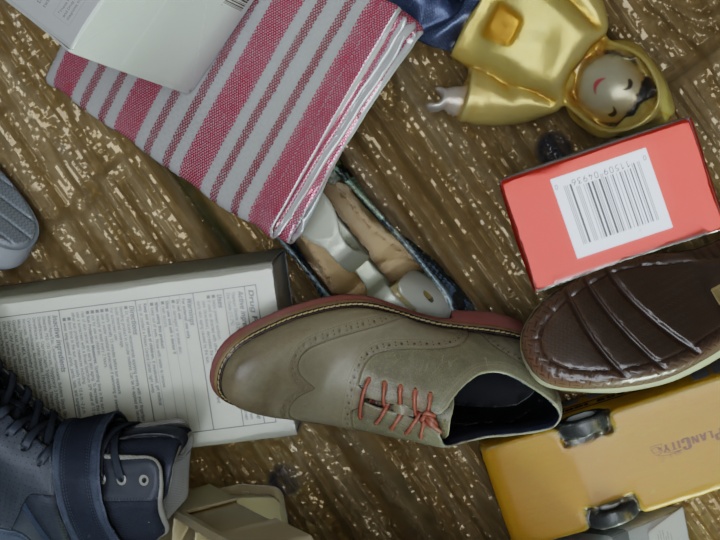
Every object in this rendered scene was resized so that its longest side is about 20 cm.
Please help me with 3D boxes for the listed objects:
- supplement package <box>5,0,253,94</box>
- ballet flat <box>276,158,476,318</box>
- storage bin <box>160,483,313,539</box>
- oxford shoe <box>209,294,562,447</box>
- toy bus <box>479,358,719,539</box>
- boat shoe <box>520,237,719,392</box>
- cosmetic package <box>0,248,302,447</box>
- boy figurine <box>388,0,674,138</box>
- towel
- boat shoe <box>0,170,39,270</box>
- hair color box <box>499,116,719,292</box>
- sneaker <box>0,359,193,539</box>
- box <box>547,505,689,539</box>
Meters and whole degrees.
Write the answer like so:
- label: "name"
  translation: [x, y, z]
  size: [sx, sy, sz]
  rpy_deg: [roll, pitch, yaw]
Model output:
- label: "supplement package"
  translation: [-0.151, -0.220, 0.993]
  size: [0.200, 0.151, 0.152]
  rpy_deg: [38, 99, 17]
- label: "ballet flat"
  translation: [0.000, 0.000, 1.079]
  size: [0.074, 0.074, 0.200]
  rpy_deg: [-43, 93, 8]
- label: "storage bin"
  translation: [-0.038, 0.226, 1.033]
  size: [0.094, 0.200, 0.199]
  rpy_deg: [-12, 97, -20]
- label: "oxford shoe"
  translation: [0.019, 0.060, 1.026]
  size: [0.200, 0.075, 0.071]
  rpy_deg: [-2, 120, -20]
- label: "toy bus"
  translation: [0.172, 0.097, 1.074]
  size: [0.200, 0.078, 0.065]
  rpy_deg: [-19, 95, 6]
- label: "boat shoe"
  translation: [0.184, 0.025, 1.053]
  size: [0.202, 0.075, 0.075]
  rpy_deg: [-18, 74, -8]
- label: "cosmetic package"
  translation: [-0.137, 0.052, 1.091]
  size: [0.200, 0.073, 0.104]
  rpy_deg: [-7, 98, 4]
- label: "boy figurine"
  translation: [0.087, -0.133, 1.059]
  size: [0.200, 0.064, 0.124]
  rpy_deg: [36, 95, 2]
- label: "towel"
  translation: [-0.076, -0.124, 1.056]
  size: [0.200, 0.030, 0.147]
  rpy_deg: [34, 96, 26]
- label: "boat shoe"
  translation: [-0.280, -0.057, 1.098]
  size: [0.200, 0.072, 0.062]
  rpy_deg: [35, 123, 2]
- label: "hair color box"
  translation: [0.130, -0.035, 0.997]
  size: [0.101, 0.200, 0.061]
  rpy_deg: [-18, 91, 6]
- label: "sneaker"
  translation: [-0.172, 0.076, 1.015]
  size: [0.146, 0.077, 0.203]
  rpy_deg: [-13, 108, 17]
- label: "box"
  translation: [0.117, 0.233, 1.050]
  size: [0.200, 0.041, 0.156]
  rpy_deg: [-15, 95, -39]
